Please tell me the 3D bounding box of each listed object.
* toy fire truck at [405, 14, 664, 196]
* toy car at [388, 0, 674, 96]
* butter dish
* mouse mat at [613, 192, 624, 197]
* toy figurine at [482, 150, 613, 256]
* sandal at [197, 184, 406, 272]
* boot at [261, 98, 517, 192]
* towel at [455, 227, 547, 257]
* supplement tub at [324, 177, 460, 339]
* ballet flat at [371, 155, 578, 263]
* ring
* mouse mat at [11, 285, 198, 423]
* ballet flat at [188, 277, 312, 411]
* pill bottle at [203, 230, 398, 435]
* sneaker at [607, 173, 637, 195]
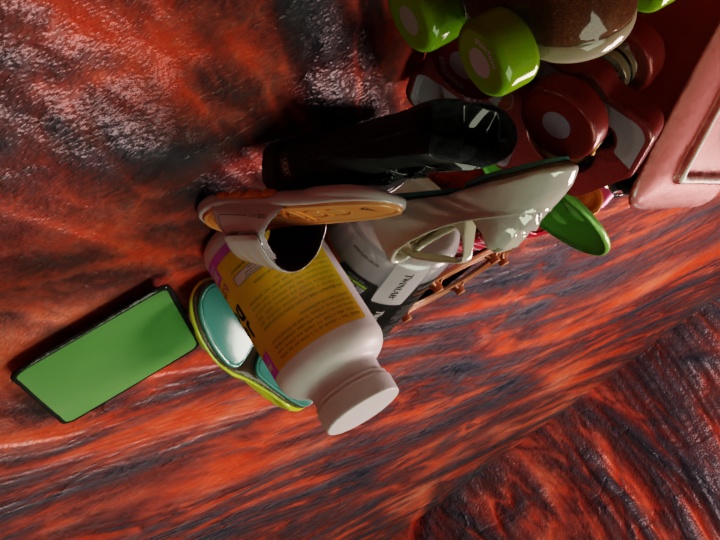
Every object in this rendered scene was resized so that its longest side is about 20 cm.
[{"bbox_3d":[0.135,-0.136,1.045,0.112,0.200,0.168,-48,168,-29],"label":"toy fire truck"},{"bbox_3d":[0.110,-0.246,0.866,0.164,0.158,0.200,-31,134,-20],"label":"toy car"},{"bbox_3d":[0.260,-0.164,1.115,0.199,0.148,0.201,-5,124,-55],"label":"butter dish"},{"bbox_3d":[0.160,-0.060,1.418,0.199,0.008,0.161,-8,176,-26],"label":"mouse mat"},{"bbox_3d":[0.205,-0.147,1.243,0.184,0.200,0.150,-51,-174,-7],"label":"toy figurine"},{"bbox_3d":[-0.055,-0.030,1.058,0.206,0.059,0.079,-4,166,42],"label":"sandal"},{"bbox_3d":[0.043,-0.099,1.045,0.165,0.066,0.200,-16,-177,-42],"label":"boot"},{"bbox_3d":[0.138,-0.033,1.465,0.200,0.023,0.144,-14,177,39],"label":"towel"},{"bbox_3d":[0.000,0.000,1.278,0.122,0.123,0.200,-18,157,-39],"label":"supplement tub"},{"bbox_3d":[0.090,-0.040,1.030,0.200,0.070,0.069,-10,-177,44],"label":"ballet flat"},{"bbox_3d":[0.108,0.020,1.641,0.200,0.019,0.200,-28,173,-4],"label":"ring"},{"bbox_3d":[-0.234,0.083,1.257,0.161,0.008,0.200,-30,164,-8],"label":"mouse mat"},{"bbox_3d":[-0.119,0.076,1.303,0.200,0.067,0.067,47,62,-39],"label":"ballet flat"},{"bbox_3d":[-0.049,0.042,1.172,0.104,0.200,0.104,-30,162,-11],"label":"pill bottle"},{"bbox_3d":[0.324,-0.133,1.322,0.140,0.078,0.200,-18,157,-41],"label":"sneaker"}]
